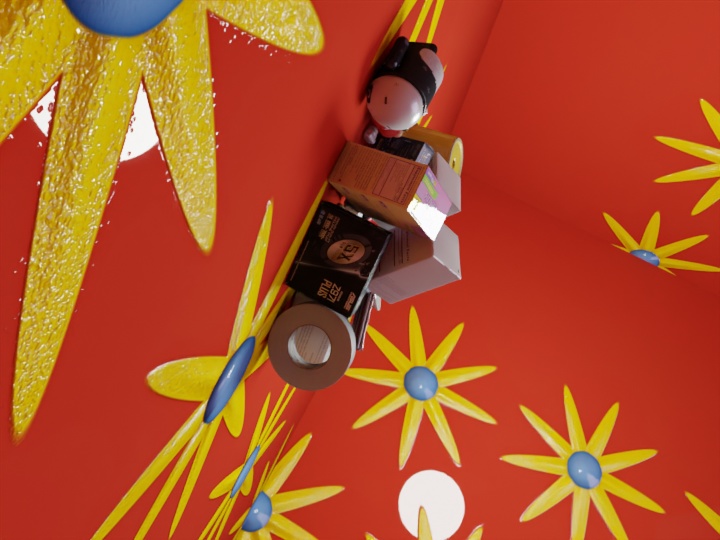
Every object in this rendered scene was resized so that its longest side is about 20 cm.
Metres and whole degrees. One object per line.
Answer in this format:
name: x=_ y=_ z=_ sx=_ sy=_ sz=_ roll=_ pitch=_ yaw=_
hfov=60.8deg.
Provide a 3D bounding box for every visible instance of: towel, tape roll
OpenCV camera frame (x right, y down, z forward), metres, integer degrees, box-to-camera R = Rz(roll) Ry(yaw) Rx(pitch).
towel: x=0.003 y=0.126 z=1.546 sx=0.200 sy=0.023 sz=0.146 roll=157 pitch=-53 yaw=-82
tape roll: x=-0.112 y=0.173 z=1.426 sx=0.202 sy=0.199 sz=0.066 roll=-64 pitch=175 yaw=7

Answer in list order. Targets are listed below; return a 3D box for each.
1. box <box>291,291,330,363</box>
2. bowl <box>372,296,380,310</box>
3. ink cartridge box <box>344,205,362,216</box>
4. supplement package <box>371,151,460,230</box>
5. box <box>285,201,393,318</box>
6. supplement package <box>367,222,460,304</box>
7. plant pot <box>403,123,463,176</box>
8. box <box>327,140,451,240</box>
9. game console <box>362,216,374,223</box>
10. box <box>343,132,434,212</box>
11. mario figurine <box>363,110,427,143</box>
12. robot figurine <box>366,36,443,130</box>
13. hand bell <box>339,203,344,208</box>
box: x=-0.102 y=0.116 z=1.597 sx=0.200 sy=0.130 sz=0.200 roll=-68 pitch=174 yaw=32
bowl: x=0.006 y=0.020 z=1.808 sx=0.201 sy=0.089 sz=0.203 roll=-5 pitch=90 yaw=-83
ink cartridge box: x=0.007 y=-0.183 z=1.681 sx=0.163 sy=0.057 sz=0.200 roll=-62 pitch=169 yaw=-18
supplement package: x=0.132 y=-0.178 z=1.491 sx=0.199 sy=0.109 sz=0.115 roll=-21 pitch=-134 yaw=34
box: x=-0.046 y=-0.025 z=1.335 sx=0.201 sy=0.163 sz=0.086 roll=-64 pitch=174 yaw=9
supplement package: x=0.113 y=-0.025 z=1.403 sx=0.199 sy=0.121 sz=0.121 roll=-21 pitch=-129 yaw=32
plant pot: x=0.158 y=-0.285 z=1.587 sx=0.200 sy=0.187 sz=0.203 roll=11 pitch=90 yaw=-68
box: x=0.064 y=-0.165 z=1.278 sx=0.097 sy=0.199 sz=0.176 roll=-62 pitch=150 yaw=-6
game console: x=0.011 y=-0.158 z=1.764 sx=0.171 sy=0.119 sz=0.200 roll=-20 pitch=162 yaw=-35
box: x=0.065 y=-0.219 z=1.445 sx=0.051 sy=0.157 sz=0.201 roll=29 pitch=87 yaw=-47
mario figurine: x=0.079 y=-0.335 z=1.394 sx=0.124 sy=0.105 sz=0.200 roll=-64 pitch=176 yaw=22
robot figurine: x=0.090 y=-0.376 z=1.236 sx=0.124 sy=0.150 sz=0.201 roll=-19 pitch=-143 yaw=55
hand bell: x=0.029 y=-0.084 z=1.496 sx=0.104 sy=0.198 sz=0.105 roll=18 pitch=90 yaw=-88
